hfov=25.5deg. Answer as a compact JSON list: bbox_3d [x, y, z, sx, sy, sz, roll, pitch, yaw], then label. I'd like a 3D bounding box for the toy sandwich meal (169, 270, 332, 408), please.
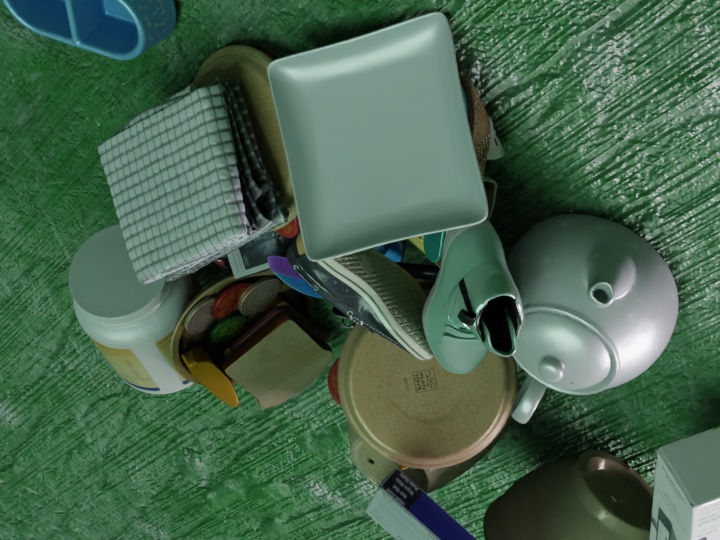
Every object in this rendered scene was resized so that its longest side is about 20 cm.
[{"bbox_3d":[-0.125,0.082,1.845,0.070,0.203,0.206,55,159,38],"label":"toy sandwich meal"}]

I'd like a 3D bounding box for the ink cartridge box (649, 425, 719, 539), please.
[{"bbox_3d":[0.385,0.254,1.669,0.201,0.144,0.084,83,165,-46],"label":"ink cartridge box"}]

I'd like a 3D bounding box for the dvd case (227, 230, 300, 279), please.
[{"bbox_3d":[-0.091,-0.082,1.701,0.199,0.025,0.152,-17,92,47],"label":"dvd case"}]

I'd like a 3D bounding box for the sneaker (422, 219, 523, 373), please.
[{"bbox_3d":[0.110,0.060,1.552,0.073,0.119,0.202,-8,137,-10],"label":"sneaker"}]

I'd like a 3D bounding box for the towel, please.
[{"bbox_3d":[-0.171,-0.090,1.628,0.199,0.085,0.167,-23,80,44],"label":"towel"}]

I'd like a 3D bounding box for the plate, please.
[{"bbox_3d":[0.019,-0.125,1.522,0.198,0.032,0.202,-13,88,27],"label":"plate"}]

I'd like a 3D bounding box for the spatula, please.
[{"bbox_3d":[0.000,0.000,1.676,0.197,0.021,0.057,0,160,4],"label":"spatula"}]

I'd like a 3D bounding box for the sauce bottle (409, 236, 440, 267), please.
[{"bbox_3d":[0.051,-0.073,1.628,0.200,0.066,0.066,43,142,-12],"label":"sauce bottle"}]

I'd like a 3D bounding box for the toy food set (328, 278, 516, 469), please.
[{"bbox_3d":[0.068,0.113,1.707,0.197,0.049,0.201,-28,95,5],"label":"toy food set"}]

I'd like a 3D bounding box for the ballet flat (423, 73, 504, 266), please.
[{"bbox_3d":[0.104,-0.099,1.555,0.071,0.065,0.202,-129,39,-50],"label":"ballet flat"}]

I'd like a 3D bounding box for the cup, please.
[{"bbox_3d":[0.063,0.173,1.830,0.199,0.144,0.201,20,141,17],"label":"cup"}]

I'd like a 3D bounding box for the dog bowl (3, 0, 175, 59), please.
[{"bbox_3d":[-0.288,-0.281,1.646,0.198,0.050,0.112,20,142,18],"label":"dog bowl"}]

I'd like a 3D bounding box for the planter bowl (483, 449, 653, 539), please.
[{"bbox_3d":[0.257,0.289,1.801,0.199,0.200,0.135,35,116,-2],"label":"planter bowl"}]

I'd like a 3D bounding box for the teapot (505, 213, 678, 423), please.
[{"bbox_3d":[0.211,0.055,1.584,0.196,0.147,0.201,-2,132,38],"label":"teapot"}]

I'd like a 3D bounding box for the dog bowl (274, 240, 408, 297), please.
[{"bbox_3d":[-0.024,-0.037,1.737,0.199,0.050,0.112,-18,120,47],"label":"dog bowl"}]

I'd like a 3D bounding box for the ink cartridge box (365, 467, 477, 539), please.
[{"bbox_3d":[0.096,0.296,1.713,0.199,0.041,0.200,41,166,7],"label":"ink cartridge box"}]

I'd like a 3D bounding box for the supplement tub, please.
[{"bbox_3d":[-0.255,0.046,1.888,0.143,0.145,0.200,17,157,20],"label":"supplement tub"}]

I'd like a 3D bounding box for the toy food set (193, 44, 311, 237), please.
[{"bbox_3d":[-0.111,-0.132,1.647,0.199,0.048,0.200,55,135,18],"label":"toy food set"}]

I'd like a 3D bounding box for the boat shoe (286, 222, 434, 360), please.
[{"bbox_3d":[0.005,0.022,1.628,0.200,0.075,0.062,40,135,-22],"label":"boat shoe"}]

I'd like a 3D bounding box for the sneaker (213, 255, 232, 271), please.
[{"bbox_3d":[-0.202,-0.071,1.815,0.200,0.071,0.098,44,149,-20],"label":"sneaker"}]
